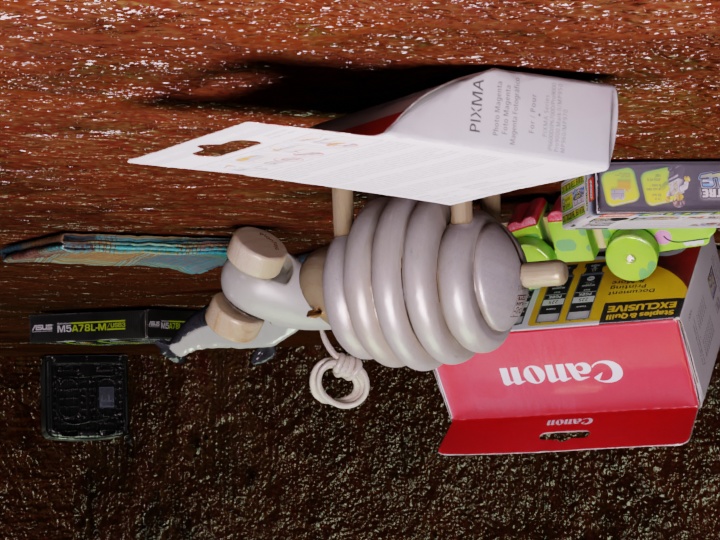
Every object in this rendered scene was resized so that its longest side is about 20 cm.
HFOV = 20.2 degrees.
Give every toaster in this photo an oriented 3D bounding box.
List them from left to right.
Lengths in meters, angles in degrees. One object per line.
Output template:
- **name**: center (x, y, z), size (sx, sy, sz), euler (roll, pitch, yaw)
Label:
- **toaster**: center (-0.580, 0.276, 4.262), size (0.180, 0.201, 0.119), euler (-1, 171, -16)

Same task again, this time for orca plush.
- **orca plush**: center (-0.149, 0.063, 2.469), size (0.200, 0.105, 0.071), euler (-31, -159, 30)

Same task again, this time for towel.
- **towel**: center (-0.202, -0.015, 1.802), size (0.199, 0.022, 0.146), euler (2, 174, -31)

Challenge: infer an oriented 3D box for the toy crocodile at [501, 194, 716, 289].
- **toy crocodile**: center (0.165, -0.032, 1.488), size (0.199, 0.062, 0.068), euler (-5, -150, 23)

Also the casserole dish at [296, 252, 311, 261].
- **casserole dish**: center (0.000, 0.000, 1.943), size (0.120, 0.039, 0.200), euler (0, 176, -24)

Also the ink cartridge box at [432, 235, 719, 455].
- **ink cartridge box**: center (0.158, 0.051, 1.501), size (0.199, 0.084, 0.176), euler (-6, -149, 24)

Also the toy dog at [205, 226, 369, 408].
- **toy dog**: center (-0.044, 0.016, 1.734), size (0.200, 0.097, 0.132), euler (34, 115, -29)

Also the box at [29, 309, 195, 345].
- **box**: center (-0.328, 0.080, 2.821), size (0.192, 0.048, 0.200), euler (-1, 177, 26)

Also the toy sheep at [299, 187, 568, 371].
- **toy sheep**: center (0.046, 0.002, 1.381), size (0.199, 0.139, 0.138), euler (-4, 175, 31)

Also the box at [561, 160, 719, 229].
- **box**: center (0.246, -0.051, 1.383), size (0.199, 0.035, 0.110), euler (-1, 175, -7)

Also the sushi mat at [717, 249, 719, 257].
- **sushi mat**: center (0.252, 0.010, 1.764), size (0.095, 0.012, 0.200), euler (13, -155, 35)

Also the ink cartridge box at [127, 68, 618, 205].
- **ink cartridge box**: center (0.004, -0.073, 1.024), size (0.199, 0.057, 0.162), euler (10, 171, -27)
